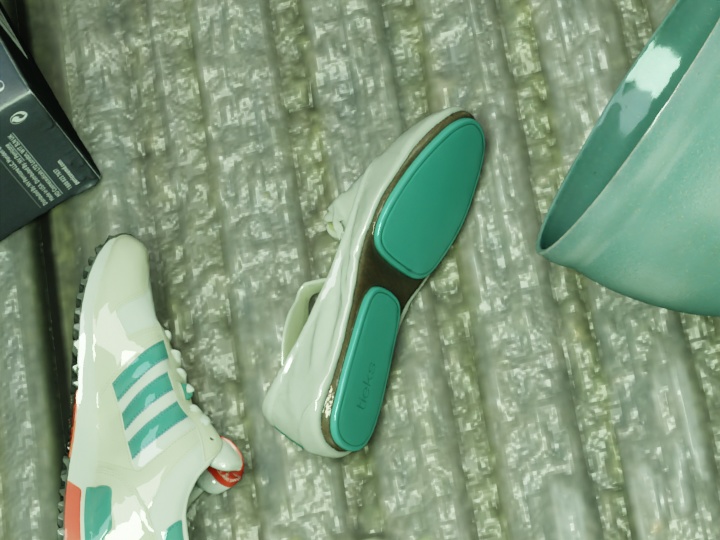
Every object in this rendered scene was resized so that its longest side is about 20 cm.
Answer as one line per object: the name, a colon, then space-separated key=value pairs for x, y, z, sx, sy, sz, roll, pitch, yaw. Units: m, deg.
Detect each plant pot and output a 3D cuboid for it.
plant pot: x=0.195 y=-0.056 z=1.330 sx=0.134 sy=0.200 sz=0.201 roll=34 pitch=78 yaw=-4

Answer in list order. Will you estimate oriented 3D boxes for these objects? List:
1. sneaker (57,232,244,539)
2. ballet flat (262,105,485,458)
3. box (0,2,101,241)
sneaker: x=-0.106 y=0.079 z=1.412 sx=0.093 sy=0.070 sz=0.201 roll=4 pitch=66 yaw=-3
ballet flat: x=0.000 y=0.000 z=1.416 sx=0.069 sy=0.069 sz=0.201 roll=17 pitch=74 yaw=20
box: x=-0.283 y=-0.092 z=1.488 sx=0.198 sy=0.123 sz=0.200 roll=-33 pitch=64 yaw=1
